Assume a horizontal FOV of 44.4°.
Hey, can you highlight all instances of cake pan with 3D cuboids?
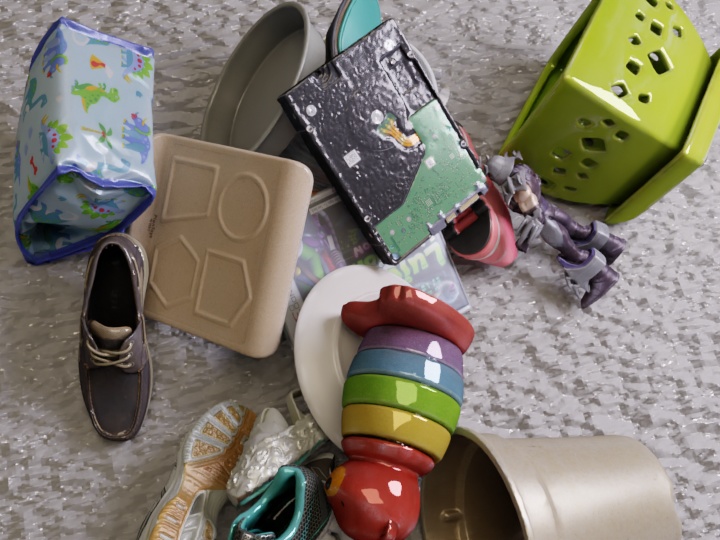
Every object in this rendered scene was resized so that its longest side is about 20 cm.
[{"bbox_3d":[-0.105,-0.191,0.952,0.036,0.199,0.203,26,59,-33],"label":"cake pan"}]

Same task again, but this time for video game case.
[{"bbox_3d":[0.000,0.000,0.916,0.198,0.023,0.184,-26,98,-19],"label":"video game case"}]

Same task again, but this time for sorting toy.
[{"bbox_3d":[-0.144,-0.029,0.869,0.198,0.036,0.188,15,95,28],"label":"sorting toy"}]

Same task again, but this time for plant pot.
[{"bbox_3d":[0.178,0.229,0.799,0.181,0.201,0.203,-5,66,-22],"label":"plant pot"},{"bbox_3d":[0.292,-0.183,0.993,0.180,0.199,0.201,30,64,-1],"label":"plant pot"}]

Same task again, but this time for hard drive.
[{"bbox_3d":[0.027,-0.125,0.879,0.139,0.038,0.201,-38,105,-13],"label":"hard drive"}]

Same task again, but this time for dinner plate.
[{"bbox_3d":[0.024,0.088,0.856,0.198,0.024,0.203,16,63,-34],"label":"dinner plate"}]

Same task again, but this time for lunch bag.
[{"bbox_3d":[-0.289,-0.117,0.886,0.126,0.199,0.172,14,60,-39],"label":"lunch bag"}]

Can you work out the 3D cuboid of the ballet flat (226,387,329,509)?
[{"bbox_3d":[-0.061,0.150,0.828,0.199,0.072,0.072,-26,69,-45],"label":"ballet flat"}]

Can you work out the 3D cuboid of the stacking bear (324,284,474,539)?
[{"bbox_3d":[0.027,0.133,0.757,0.113,0.121,0.202,24,67,-21],"label":"stacking bear"}]

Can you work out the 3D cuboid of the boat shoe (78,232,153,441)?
[{"bbox_3d":[-0.240,0.063,0.843,0.073,0.073,0.203,-4,87,-4],"label":"boat shoe"}]

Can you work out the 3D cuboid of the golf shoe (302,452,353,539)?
[{"bbox_3d":[0.013,0.249,0.816,0.199,0.078,0.095,38,66,9],"label":"golf shoe"}]

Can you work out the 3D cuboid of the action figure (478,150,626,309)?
[{"bbox_3d":[0.197,-0.055,0.948,0.199,0.069,0.131,40,36,-15],"label":"action figure"}]

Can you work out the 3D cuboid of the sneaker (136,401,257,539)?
[{"bbox_3d":[-0.159,0.206,0.814,0.075,0.088,0.201,41,41,-11],"label":"sneaker"}]

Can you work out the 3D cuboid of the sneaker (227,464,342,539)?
[{"bbox_3d":[-0.093,0.242,0.725,0.077,0.092,0.201,20,60,29],"label":"sneaker"}]

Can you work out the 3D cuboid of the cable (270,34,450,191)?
[{"bbox_3d":[-0.006,-0.178,1.000,0.197,0.069,0.202,12,68,8],"label":"cable"}]

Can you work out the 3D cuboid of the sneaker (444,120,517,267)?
[{"bbox_3d":[0.122,-0.082,0.998,0.086,0.073,0.202,27,38,-42],"label":"sneaker"}]

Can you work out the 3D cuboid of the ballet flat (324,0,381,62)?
[{"bbox_3d":[-0.021,-0.206,0.941,0.072,0.073,0.203,5,73,-6],"label":"ballet flat"}]

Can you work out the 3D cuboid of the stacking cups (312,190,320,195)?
[{"bbox_3d":[-0.094,-0.069,0.947,0.197,0.061,0.061,0,65,-3],"label":"stacking cups"}]
